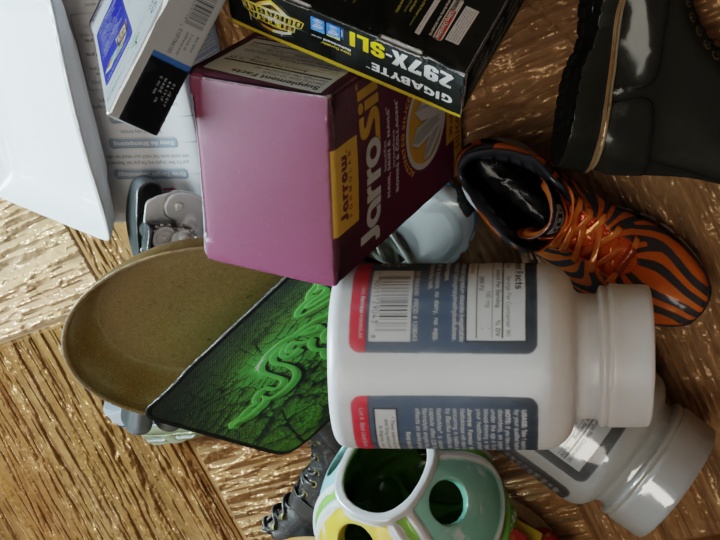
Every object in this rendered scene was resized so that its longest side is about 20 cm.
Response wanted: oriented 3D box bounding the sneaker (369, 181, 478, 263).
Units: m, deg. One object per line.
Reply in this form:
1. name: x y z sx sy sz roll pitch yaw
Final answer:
1. sneaker: 0.000 0.000 1.021 0.199 0.087 0.075 -30 99 33

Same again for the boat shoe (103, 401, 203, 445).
1. boat shoe: -0.141 0.108 1.149 0.062 0.072 0.199 41 150 -28

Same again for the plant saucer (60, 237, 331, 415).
1. plant saucer: -0.113 0.036 0.977 0.199 0.036 0.201 -6 141 -5

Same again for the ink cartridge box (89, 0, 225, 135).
1. ink cartridge box: -0.136 -0.169 0.890 0.039 0.200 0.100 22 109 -24

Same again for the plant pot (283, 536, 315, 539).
1. plant pot: -0.023 0.352 1.121 0.199 0.184 0.201 17 143 13

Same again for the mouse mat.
1. mouse mat: -0.040 0.063 0.985 0.200 0.161 0.008 -43 50 21

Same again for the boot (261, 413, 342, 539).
1. boot: -0.037 0.171 1.139 0.200 0.069 0.174 38 125 1

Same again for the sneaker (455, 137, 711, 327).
1. sneaker: 0.144 -0.020 0.915 0.199 0.112 0.078 31 100 7

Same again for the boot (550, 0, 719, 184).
1. boot: 0.208 -0.153 0.863 0.137 0.078 0.201 10 107 -6

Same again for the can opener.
1. can opener: -0.153 0.028 1.049 0.066 0.052 0.201 32 120 55

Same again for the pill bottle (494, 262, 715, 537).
1. pill bottle: 0.147 0.095 0.983 0.200 0.114 0.114 36 125 4

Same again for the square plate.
1. square plate: -0.260 -0.136 1.070 0.199 0.028 0.199 19 128 48

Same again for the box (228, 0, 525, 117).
1. box: 0.033 -0.208 0.829 0.159 0.201 0.049 24 156 11

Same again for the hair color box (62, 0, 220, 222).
1. hair color box: -0.157 -0.139 1.038 0.098 0.061 0.201 1 115 25

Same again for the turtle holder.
1. turtle holder: 0.020 0.183 0.974 0.141 0.185 0.132 45 168 37

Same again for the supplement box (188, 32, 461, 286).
1. supplement box: -0.015 -0.097 0.904 0.103 0.200 0.132 13 122 25

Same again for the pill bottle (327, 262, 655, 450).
1. pill bottle: 0.084 0.055 0.873 0.199 0.120 0.120 0 117 7

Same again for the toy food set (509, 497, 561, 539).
1. toy food set: 0.085 0.266 1.060 0.197 0.201 0.049 29 157 -6
